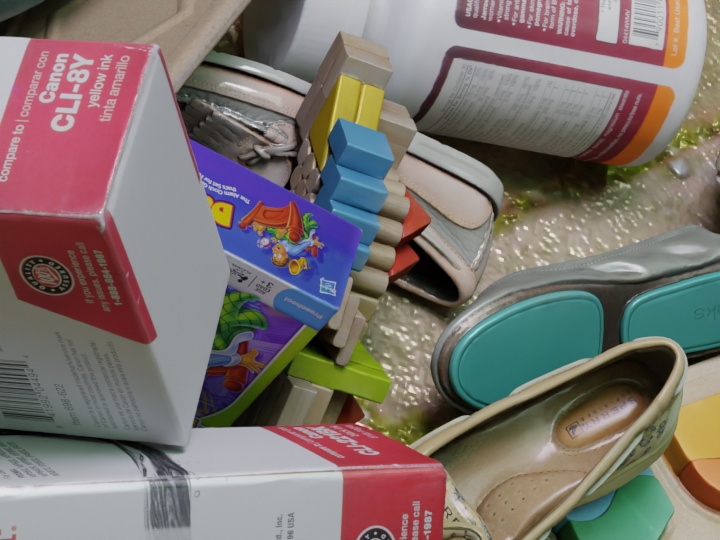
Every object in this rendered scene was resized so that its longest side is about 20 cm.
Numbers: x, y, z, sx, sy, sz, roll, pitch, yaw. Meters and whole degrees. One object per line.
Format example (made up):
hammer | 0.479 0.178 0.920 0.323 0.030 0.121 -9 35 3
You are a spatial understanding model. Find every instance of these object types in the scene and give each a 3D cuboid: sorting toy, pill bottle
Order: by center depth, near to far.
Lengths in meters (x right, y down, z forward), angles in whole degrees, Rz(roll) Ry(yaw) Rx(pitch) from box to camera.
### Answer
sorting toy | -0.114 -0.123 1.178 0.200 0.185 0.037 -51 133 -41
sorting toy | 0.157 0.132 1.210 0.200 0.036 0.185 -16 67 -33
pill bottle | 0.053 -0.116 1.277 0.199 0.110 0.110 9 55 -21

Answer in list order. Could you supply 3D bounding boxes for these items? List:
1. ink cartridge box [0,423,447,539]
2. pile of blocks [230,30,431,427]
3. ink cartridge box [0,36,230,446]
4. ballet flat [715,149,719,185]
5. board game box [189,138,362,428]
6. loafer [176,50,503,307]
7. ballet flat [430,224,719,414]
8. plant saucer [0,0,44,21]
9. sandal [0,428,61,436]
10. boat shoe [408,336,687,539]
ink cartridge box | -0.077 0.137 1.019 0.199 0.084 0.145 0 100 -27
pile of blocks | 0.000 0.000 1.154 0.062 0.082 0.201 17 79 -23
ink cartridge box | -0.162 -0.014 0.990 0.199 0.145 0.084 4 56 13
ballet flat | 0.206 -0.042 1.286 0.064 0.076 0.200 11 22 -20
board game box | -0.119 -0.012 1.089 0.200 0.134 0.045 27 49 -14
loafer | -0.028 -0.042 1.219 0.199 0.072 0.063 19 59 -17
ballet flat | 0.102 0.022 1.248 0.200 0.068 0.064 -12 27 -32
plant saucer | -0.175 -0.147 1.171 0.199 0.027 0.200 -13 33 9
sandal | -0.169 0.056 1.067 0.200 0.048 0.076 -4 58 2
boat shoe | 0.053 0.090 1.144 0.200 0.063 0.073 -36 75 -19
